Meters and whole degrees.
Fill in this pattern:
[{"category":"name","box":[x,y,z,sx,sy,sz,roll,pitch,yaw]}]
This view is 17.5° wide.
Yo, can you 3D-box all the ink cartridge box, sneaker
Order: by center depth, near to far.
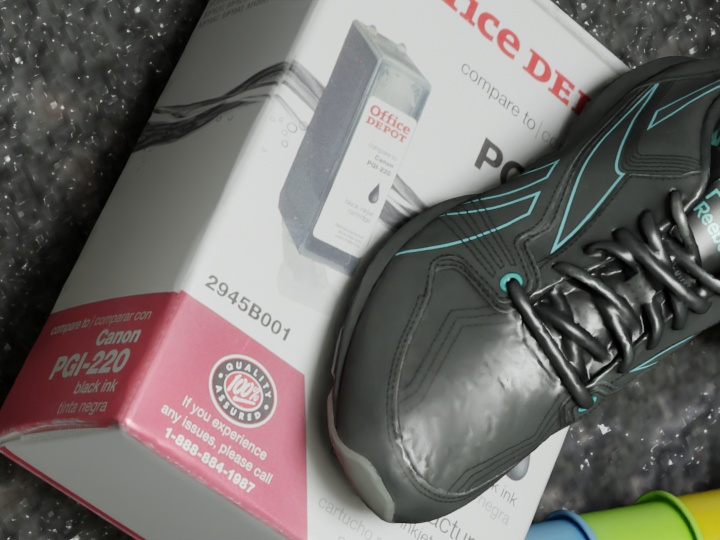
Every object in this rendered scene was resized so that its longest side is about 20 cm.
[{"category":"sneaker","box":[0.068,-0.004,0.672,0.200,0.079,0.076,-45,110,-30]},{"category":"ink cartridge box","box":[0.000,0.000,0.722,0.145,0.085,0.201,36,63,-26]}]

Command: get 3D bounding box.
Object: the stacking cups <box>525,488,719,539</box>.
[{"category":"stacking cups","box":[0.058,0.111,0.798,0.199,0.060,0.061,-5,97,-28]}]
